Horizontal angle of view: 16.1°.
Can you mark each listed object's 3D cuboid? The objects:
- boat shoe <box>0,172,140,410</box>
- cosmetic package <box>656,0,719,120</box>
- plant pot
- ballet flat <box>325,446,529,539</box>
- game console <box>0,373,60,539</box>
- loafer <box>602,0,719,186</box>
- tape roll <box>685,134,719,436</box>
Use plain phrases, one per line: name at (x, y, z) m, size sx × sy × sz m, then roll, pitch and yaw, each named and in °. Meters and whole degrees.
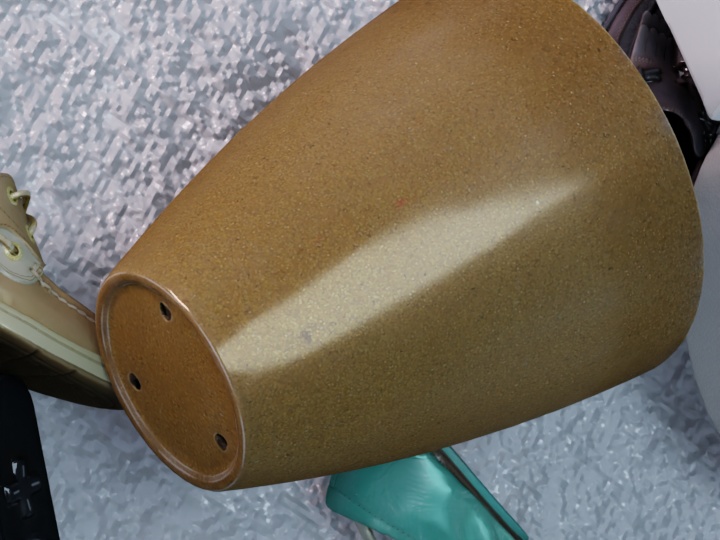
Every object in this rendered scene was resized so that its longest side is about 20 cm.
boat shoe at (-0.160, -0.012, 0.993) m, size 0.200 × 0.074 × 0.067 m, roll 33°, pitch 68°, yaw -25°
cosmetic package at (0.227, -0.131, 1.179) m, size 0.199 × 0.052 × 0.151 m, roll 4°, pitch 47°, yaw -30°
plant pot at (0.000, 0.000, 1.005) m, size 0.199 × 0.186 × 0.187 m, roll -28°, pitch 97°, yaw -31°
ballet flat at (0.059, 0.140, 1.105) m, size 0.200 × 0.067 × 0.070 m, roll 43°, pitch 92°, yaw -17°
game console at (-0.126, 0.139, 0.920) m, size 0.200 × 0.116 × 0.177 m, roll -24°, pitch 106°, yaw -61°
loafer at (0.133, -0.050, 1.157) m, size 0.072 × 0.063 × 0.201 m, roll 28°, pitch 73°, yaw -22°
tape roll at (0.226, 0.013, 1.187) m, size 0.202 × 0.037 × 0.204 m, roll 7°, pitch 80°, yaw -43°
